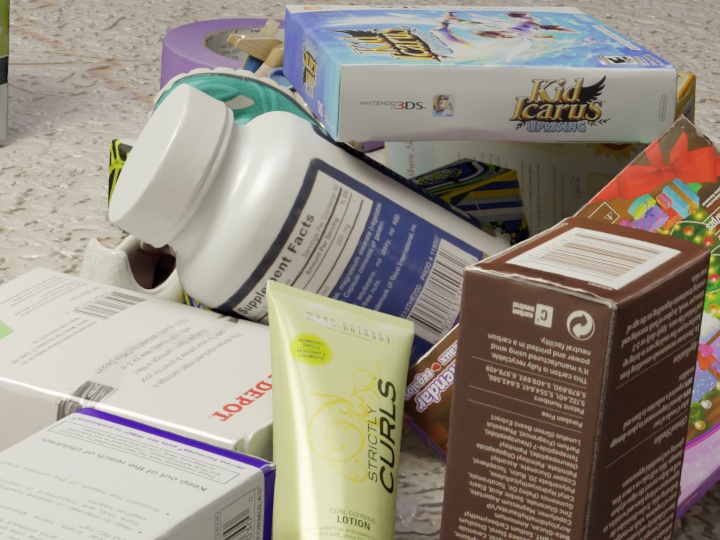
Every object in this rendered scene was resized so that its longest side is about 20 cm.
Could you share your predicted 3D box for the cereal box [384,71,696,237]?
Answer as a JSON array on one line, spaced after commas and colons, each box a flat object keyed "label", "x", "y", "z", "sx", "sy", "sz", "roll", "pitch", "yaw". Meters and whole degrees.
[{"label": "cereal box", "x": 0.110, "y": -0.071, "z": 1.365, "sx": 0.199, "sy": 0.144, "sz": 0.040, "roll": 14, "pitch": 38, "yaw": 22}]

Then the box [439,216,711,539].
[{"label": "box", "x": 0.087, "y": 0.087, "z": 0.910, "sx": 0.075, "sy": 0.201, "sz": 0.100, "roll": 13, "pitch": 20, "yaw": 29}]

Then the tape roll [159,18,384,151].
[{"label": "tape roll", "x": -0.065, "y": -0.153, "z": 1.766, "sx": 0.199, "sy": 0.066, "sz": 0.200, "roll": 6, "pitch": 19, "yaw": -2}]

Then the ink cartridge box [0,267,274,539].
[{"label": "ink cartridge box", "x": -0.115, "y": 0.074, "z": 1.067, "sx": 0.199, "sy": 0.084, "sz": 0.145, "roll": 14, "pitch": 21, "yaw": 22}]

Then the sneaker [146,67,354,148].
[{"label": "sneaker", "x": -0.039, "y": -0.063, "z": 1.349, "sx": 0.199, "sy": 0.078, "sz": 0.080, "roll": 28, "pitch": 8, "yaw": -14}]

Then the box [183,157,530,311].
[{"label": "box", "x": 0.000, "y": 0.000, "z": 1.247, "sx": 0.199, "sy": 0.070, "sz": 0.064, "roll": -21, "pitch": 18, "yaw": -23}]

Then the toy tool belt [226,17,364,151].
[{"label": "toy tool belt", "x": -0.056, "y": -0.122, "z": 1.571, "sx": 0.125, "sy": 0.123, "sz": 0.200, "roll": 32, "pitch": 6, "yaw": -29}]

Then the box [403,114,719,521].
[{"label": "box", "x": 0.130, "y": 0.042, "z": 1.025, "sx": 0.137, "sy": 0.200, "sz": 0.039, "roll": 45, "pitch": -5, "yaw": 17}]

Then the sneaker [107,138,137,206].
[{"label": "sneaker", "x": -0.116, "y": -0.051, "z": 1.433, "sx": 0.076, "sy": 0.076, "sz": 0.200, "roll": -1, "pitch": 18, "yaw": -17}]

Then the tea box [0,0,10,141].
[{"label": "tea box", "x": -0.367, "y": -0.182, "z": 1.563, "sx": 0.133, "sy": 0.198, "sz": 0.200, "roll": 16, "pitch": 21, "yaw": 29}]

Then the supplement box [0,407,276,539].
[{"label": "supplement box", "x": -0.127, "y": 0.141, "z": 0.848, "sx": 0.103, "sy": 0.102, "sz": 0.200, "roll": 14, "pitch": 20, "yaw": 24}]

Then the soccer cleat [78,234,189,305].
[{"label": "soccer cleat", "x": -0.094, "y": 0.000, "z": 1.284, "sx": 0.070, "sy": 0.087, "sz": 0.200, "roll": 17, "pitch": 22, "yaw": 30}]

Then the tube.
[{"label": "tube", "x": -0.012, "y": 0.090, "z": 0.961, "sx": 0.052, "sy": 0.058, "sz": 0.201, "roll": -16, "pitch": 46, "yaw": 20}]

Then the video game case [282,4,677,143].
[{"label": "video game case", "x": 0.059, "y": -0.112, "z": 1.192, "sx": 0.180, "sy": 0.046, "sz": 0.200, "roll": -2, "pitch": 16, "yaw": -10}]

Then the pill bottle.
[{"label": "pill bottle", "x": -0.027, "y": -0.014, "z": 1.135, "sx": 0.199, "sy": 0.111, "sz": 0.111, "roll": 29, "pitch": 13, "yaw": -18}]
